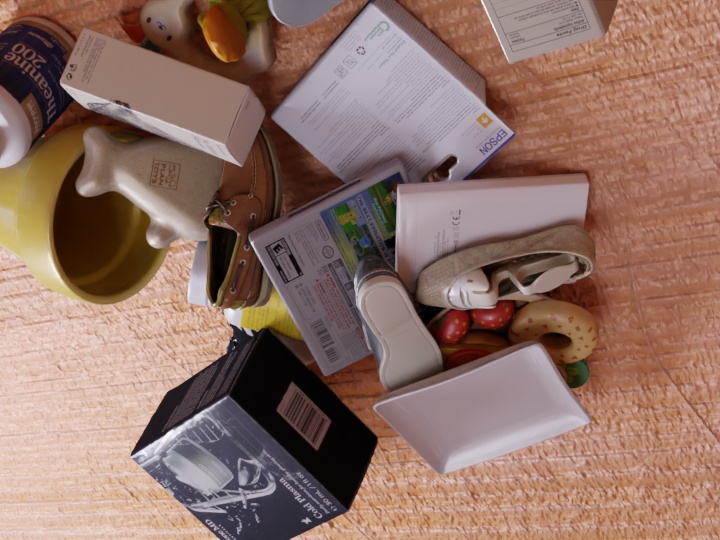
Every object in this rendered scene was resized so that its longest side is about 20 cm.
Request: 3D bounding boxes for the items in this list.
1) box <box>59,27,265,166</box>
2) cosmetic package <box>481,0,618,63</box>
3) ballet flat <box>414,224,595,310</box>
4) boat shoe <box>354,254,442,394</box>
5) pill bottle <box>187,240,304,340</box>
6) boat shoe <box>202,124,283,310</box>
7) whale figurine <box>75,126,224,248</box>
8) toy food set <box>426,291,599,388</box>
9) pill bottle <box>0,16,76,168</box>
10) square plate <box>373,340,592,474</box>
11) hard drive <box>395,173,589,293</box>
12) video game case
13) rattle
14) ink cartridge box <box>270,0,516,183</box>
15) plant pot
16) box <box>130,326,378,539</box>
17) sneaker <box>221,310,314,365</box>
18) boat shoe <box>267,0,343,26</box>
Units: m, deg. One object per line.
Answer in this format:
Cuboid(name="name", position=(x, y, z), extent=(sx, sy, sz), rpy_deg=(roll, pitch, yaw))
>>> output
Cuboid(name="box", position=(-0.205, -0.181, 1.328), extent=(0.197, 0.069, 0.082), rpy_deg=(21, 172, 14))
Cuboid(name="cosmetic package", position=(0.147, -0.300, 1.144), extent=(0.102, 0.073, 0.202), rpy_deg=(-11, 123, 31))
Cuboid(name="ballet flat", position=(0.149, 0.004, 1.321), extent=(0.197, 0.063, 0.068), rpy_deg=(-20, 130, 9))
Cuboid(name="boat shoe", position=(0.039, 0.065, 1.376), extent=(0.072, 0.062, 0.201), rpy_deg=(-22, 132, 0))
Cuboid(name="pill bottle", position=(-0.096, 0.018, 1.474), extent=(0.197, 0.112, 0.112), rpy_deg=(12, 133, -1))
Cuboid(name="boat shoe", position=(-0.130, -0.057, 1.364), extent=(0.071, 0.067, 0.204), rpy_deg=(4, 97, 48))
Cuboid(name="whale figurine", position=(-0.220, -0.107, 1.423), extent=(0.197, 0.162, 0.104), rpy_deg=(7, -176, -22))
Cuboid(name="toy food set", position=(0.163, 0.096, 1.428), extent=(0.196, 0.049, 0.200), rpy_deg=(3, 137, -2))
Cuboid(name="pill bottle", position=(-0.395, -0.185, 1.405), extent=(0.109, 0.201, 0.112), rpy_deg=(13, 133, 14))
Cuboid(name="square plate", position=(0.138, 0.152, 1.420), extent=(0.198, 0.029, 0.198), rpy_deg=(-22, 142, 16))
Cuboid(name="hard drive", position=(0.136, -0.038, 1.344), extent=(0.196, 0.027, 0.133), rpy_deg=(-3, 129, -4))
Cuboid(name="video game case", position=(0.000, 0.000, 1.382), extent=(0.180, 0.022, 0.202), rpy_deg=(-26, 122, 2))
Cuboid(name="rattle", position=(-0.196, -0.232, 1.317), extent=(0.197, 0.144, 0.131), rpy_deg=(4, 135, 18))
Cuboid(name="ink cartridge box", position=(0.035, -0.162, 1.335), extent=(0.199, 0.044, 0.196), rpy_deg=(39, 131, -12))
Cuboid(name="plant pot", position=(-0.349, -0.076, 1.494), extent=(0.187, 0.201, 0.203), rpy_deg=(12, 134, 34))
Cuboid(name="box", position=(-0.123, 0.206, 1.481), extent=(0.200, 0.125, 0.196), rpy_deg=(45, 130, -15))
Cuboid(name="sneaker", position=(-0.153, 0.061, 1.588), extent=(0.200, 0.073, 0.111), rpy_deg=(46, 134, -14))
Cuboid(name="boat shoe", position=(-0.002, -0.308, 1.217), extent=(0.198, 0.091, 0.071), rpy_deg=(-24, 119, 7))
